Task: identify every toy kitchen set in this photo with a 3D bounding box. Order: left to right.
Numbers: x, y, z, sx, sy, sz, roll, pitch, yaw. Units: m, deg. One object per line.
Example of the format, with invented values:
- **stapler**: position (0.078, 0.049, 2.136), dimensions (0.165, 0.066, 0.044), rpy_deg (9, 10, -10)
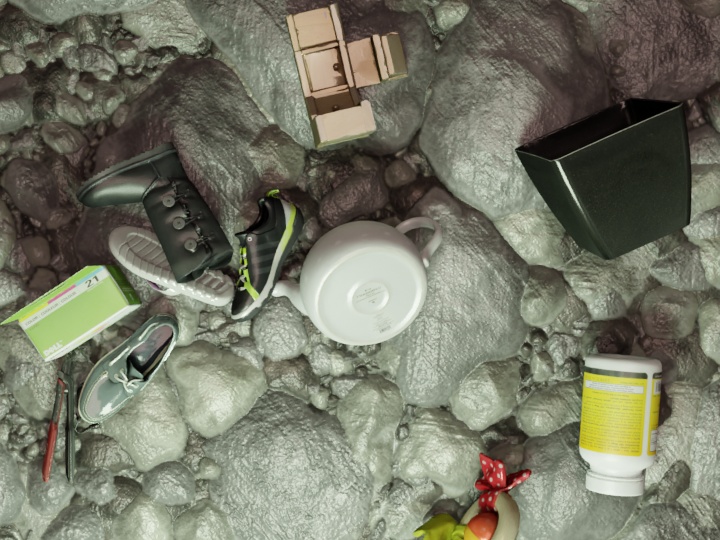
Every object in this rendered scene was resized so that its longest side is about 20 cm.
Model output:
- **toy kitchen set**: position (-0.005, -0.293, 1.524), dimensions (0.163, 0.180, 0.200), rpy_deg (-14, 95, -4)

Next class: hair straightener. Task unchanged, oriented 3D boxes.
- **hair straightener**: position (-0.425, 0.218, 1.586), dimensions (0.077, 0.041, 0.200), rpy_deg (8, 84, -24)

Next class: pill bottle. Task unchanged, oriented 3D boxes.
- **pill bottle**: position (0.385, 0.228, 1.579), dimensions (0.112, 0.112, 0.200), rpy_deg (4, 90, -3)

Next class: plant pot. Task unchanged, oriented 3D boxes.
- **plant pot**: position (0.368, -0.129, 1.548), dimensions (0.199, 0.200, 0.178), rpy_deg (-23, 104, -3)

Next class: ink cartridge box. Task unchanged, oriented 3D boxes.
- **ink cartridge box**: position (-0.406, 0.061, 1.497), dimensions (0.148, 0.200, 0.076), rpy_deg (-33, 92, -2)

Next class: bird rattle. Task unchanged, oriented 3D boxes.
- **bird rattle**: position (0.187, 0.374, 1.555), dimensions (0.200, 0.163, 0.113), rpy_deg (-43, 110, 7)

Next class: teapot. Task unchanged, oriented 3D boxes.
- **teapot**: position (0.000, 0.000, 1.551), dimensions (0.200, 0.146, 0.198), rpy_deg (14, 116, -23)

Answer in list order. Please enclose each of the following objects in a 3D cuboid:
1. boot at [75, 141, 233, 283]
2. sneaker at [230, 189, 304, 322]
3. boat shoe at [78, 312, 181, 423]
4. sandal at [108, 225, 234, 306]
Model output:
- **boot**: position (-0.300, -0.067, 1.552), dimensions (0.165, 0.066, 0.200), rpy_deg (-29, 83, -7)
- **sneaker**: position (-0.159, -0.024, 1.567), dimensions (0.083, 0.072, 0.200), rpy_deg (30, 77, -27)
- **boat shoe**: position (-0.341, 0.145, 1.560), dimensions (0.073, 0.062, 0.200), rpy_deg (44, 82, -14)
- **sandal**: position (-0.287, 0.005, 1.576), dimensions (0.202, 0.083, 0.050), rpy_deg (29, 132, -3)
